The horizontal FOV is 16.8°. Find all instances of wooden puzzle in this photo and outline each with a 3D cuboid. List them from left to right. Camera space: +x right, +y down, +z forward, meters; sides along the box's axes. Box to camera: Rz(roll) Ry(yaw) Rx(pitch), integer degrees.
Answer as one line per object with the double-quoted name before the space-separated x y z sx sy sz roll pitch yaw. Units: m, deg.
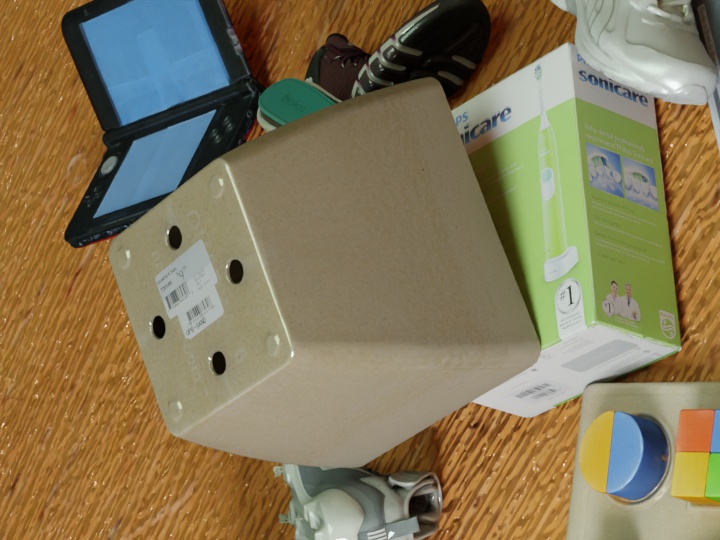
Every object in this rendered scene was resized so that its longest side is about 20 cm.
"wooden puzzle" 0.188 0.157 1.493 0.199 0.046 0.187 -6 72 49

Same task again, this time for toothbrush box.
"toothbrush box" 0.123 -0.024 1.605 0.145 0.086 0.202 -29 56 43

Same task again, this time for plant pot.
"plant pot" -0.040 0.012 1.550 0.199 0.176 0.201 -34 72 43

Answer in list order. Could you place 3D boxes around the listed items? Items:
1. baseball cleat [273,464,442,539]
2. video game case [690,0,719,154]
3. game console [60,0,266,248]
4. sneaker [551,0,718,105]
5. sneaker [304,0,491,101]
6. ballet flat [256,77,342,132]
"baseball cleat" 0.000 0.163 1.704 0.200 0.106 0.070 -127 29 -73
"video game case" 0.284 -0.155 1.513 0.181 0.023 0.201 -33 53 38
"game console" -0.183 -0.132 1.973 0.199 0.119 0.173 -16 41 47
"sneaker" 0.181 -0.183 1.576 0.100 0.077 0.200 -61 35 25
"sneaker" 0.011 -0.155 1.800 0.200 0.075 0.116 -48 42 28
"ballet flat" -0.004 -0.075 1.707 0.200 0.069 0.070 38 106 50
